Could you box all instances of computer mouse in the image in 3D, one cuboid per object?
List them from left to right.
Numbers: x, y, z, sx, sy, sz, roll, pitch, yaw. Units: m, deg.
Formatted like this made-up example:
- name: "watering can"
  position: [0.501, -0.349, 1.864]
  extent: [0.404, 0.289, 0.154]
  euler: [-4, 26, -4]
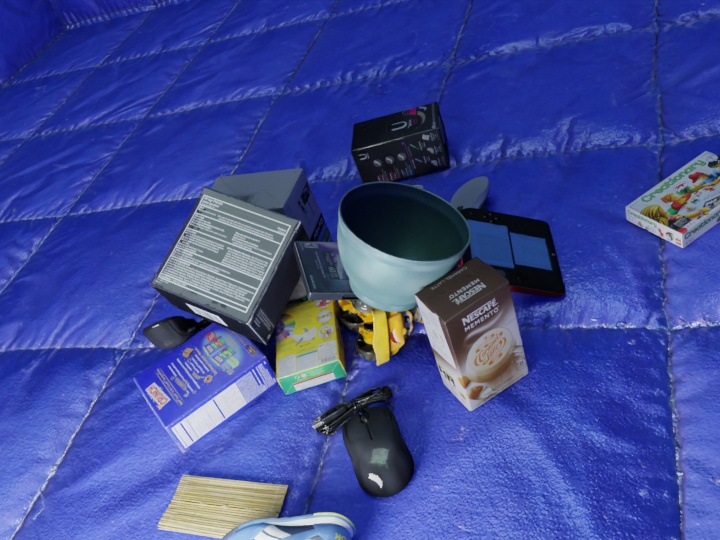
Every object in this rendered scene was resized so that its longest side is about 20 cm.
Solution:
- name: "computer mouse"
  position: [-0.309, 0.108, 1.426]
  extent: [0.140, 0.200, 0.046]
  euler: [-23, 82, -1]
- name: "computer mouse"
  position: [0.011, 0.249, 1.152]
  extent: [0.138, 0.053, 0.200]
  euler: [-26, 37, -6]

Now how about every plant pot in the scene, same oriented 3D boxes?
- name: "plant pot"
  position: [0.053, -0.024, 1.171]
  extent: [0.199, 0.135, 0.201]
  euler: [9, 38, -7]

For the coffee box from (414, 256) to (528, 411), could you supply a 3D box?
- name: "coffee box"
  position: [0.166, 0.095, 1.135]
  extent: [0.114, 0.201, 0.080]
  euler: [-32, 41, -11]

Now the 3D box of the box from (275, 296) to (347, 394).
- name: "box"
  position: [-0.091, 0.118, 1.369]
  extent: [0.117, 0.049, 0.201]
  euler: [-18, 40, 7]

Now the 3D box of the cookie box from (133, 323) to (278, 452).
- name: "cookie box"
  position: [-0.270, 0.191, 1.347]
  extent: [0.200, 0.075, 0.171]
  euler: [-35, 39, -16]

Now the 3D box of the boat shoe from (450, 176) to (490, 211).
- name: "boat shoe"
  position: [0.204, -0.103, 1.480]
  extent: [0.068, 0.057, 0.200]
  euler: [-5, 39, 36]

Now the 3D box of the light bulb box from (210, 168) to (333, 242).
- name: "light bulb box"
  position: [-0.182, -0.080, 1.528]
  extent: [0.197, 0.201, 0.125]
  euler: [-2, 42, 24]

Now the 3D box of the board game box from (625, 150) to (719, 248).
- name: "board game box"
  position: [0.577, -0.126, 1.334]
  extent: [0.199, 0.035, 0.126]
  euler: [-33, 38, -13]

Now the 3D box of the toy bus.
- name: "toy bus"
  position: [0.061, 0.045, 1.330]
  extent: [0.191, 0.136, 0.200]
  euler: [-14, 37, -15]

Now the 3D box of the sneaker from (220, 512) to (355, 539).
- name: "sneaker"
  position: [-0.106, 0.381, 1.035]
  extent: [0.199, 0.074, 0.083]
  euler: [-14, 40, 13]

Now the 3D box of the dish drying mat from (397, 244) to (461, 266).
- name: "dish drying mat"
  position: [0.135, -0.024, 1.332]
  extent: [0.076, 0.018, 0.200]
  euler: [16, 6, 29]

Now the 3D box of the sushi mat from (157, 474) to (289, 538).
- name: "sushi mat"
  position: [-0.206, 0.357, 1.163]
  extent: [0.199, 0.012, 0.096]
  euler: [-1, 40, 25]

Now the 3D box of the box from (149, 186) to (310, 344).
- name: "box"
  position: [-0.215, -0.008, 1.337]
  extent: [0.199, 0.123, 0.199]
  euler: [21, 73, 17]

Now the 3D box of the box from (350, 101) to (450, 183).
- name: "box"
  position: [0.088, -0.276, 1.707]
  extent: [0.199, 0.106, 0.123]
  euler: [-13, 38, 13]

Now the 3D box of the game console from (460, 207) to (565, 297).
- name: "game console"
  position: [0.256, -0.035, 1.339]
  extent: [0.176, 0.031, 0.201]
  euler: [6, 41, -2]

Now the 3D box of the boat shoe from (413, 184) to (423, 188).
- name: "boat shoe"
  position: [0.107, -0.131, 1.557]
  extent: [0.075, 0.062, 0.200]
  euler: [-37, 39, -16]

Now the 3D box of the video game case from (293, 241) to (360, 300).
- name: "video game case"
  position: [0.000, 0.000, 1.257]
  extent: [0.199, 0.019, 0.143]
  euler: [0, 35, -17]

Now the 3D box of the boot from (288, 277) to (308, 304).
- name: "boot"
  position: [-0.083, -0.004, 1.442]
  extent: [0.199, 0.132, 0.070]
  euler: [-26, 36, -4]
